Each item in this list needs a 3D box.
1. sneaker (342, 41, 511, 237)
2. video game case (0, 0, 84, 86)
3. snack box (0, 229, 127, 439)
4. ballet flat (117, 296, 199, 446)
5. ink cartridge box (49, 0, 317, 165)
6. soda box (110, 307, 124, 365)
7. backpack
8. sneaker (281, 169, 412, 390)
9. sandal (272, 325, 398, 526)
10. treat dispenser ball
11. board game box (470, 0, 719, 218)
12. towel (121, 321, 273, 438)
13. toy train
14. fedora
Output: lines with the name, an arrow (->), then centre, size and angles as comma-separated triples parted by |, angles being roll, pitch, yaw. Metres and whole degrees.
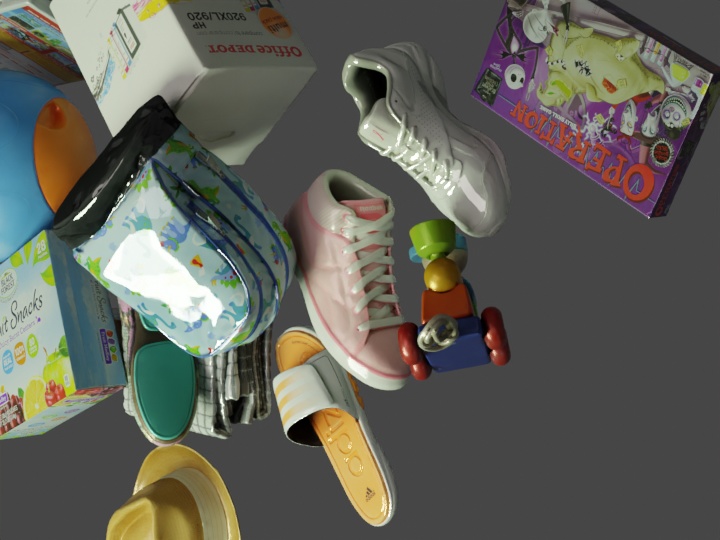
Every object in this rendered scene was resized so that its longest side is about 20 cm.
sneaker -> 0.045, -0.104, 1.244 | 0.201, 0.099, 0.078 | 55, 129, 25
video game case -> -0.349, -0.240, 1.600 | 0.198, 0.142, 0.018 | -2, 66, 45
snack box -> -0.330, 0.068, 1.568 | 0.199, 0.067, 0.171 | -27, 71, 47
ballet flat -> -0.195, 0.068, 1.417 | 0.071, 0.068, 0.203 | 144, 118, -63
ink cartridge box -> -0.166, -0.217, 1.408 | 0.145, 0.146, 0.201 | -46, 64, 38
soda box -> -0.273, 0.078, 1.613 | 0.198, 0.063, 0.069 | 3, 97, 45
backpack -> -0.152, -0.022, 1.317 | 0.163, 0.199, 0.155 | -42, 25, 27
sneaker -> 0.000, 0.000, 1.319 | 0.105, 0.075, 0.202 | -54, 55, 41
sandal -> -0.033, 0.141, 1.382 | 0.079, 0.059, 0.208 | -49, 61, 38
treat dispenser ball -> -0.378, -0.110, 1.597 | 0.199, 0.199, 0.204 | 7, 101, 44
board game box -> 0.178, -0.142, 1.159 | 0.200, 0.032, 0.121 | 39, 125, 35
towel -> -0.155, 0.053, 1.473 | 0.164, 0.085, 0.203 | 3, 96, 48
toy train -> 0.065, 0.011, 1.189 | 0.083, 0.200, 0.117 | -11, 75, 6
fedora -> -0.205, 0.280, 1.556 | 0.199, 0.081, 0.204 | 7, 100, 44
